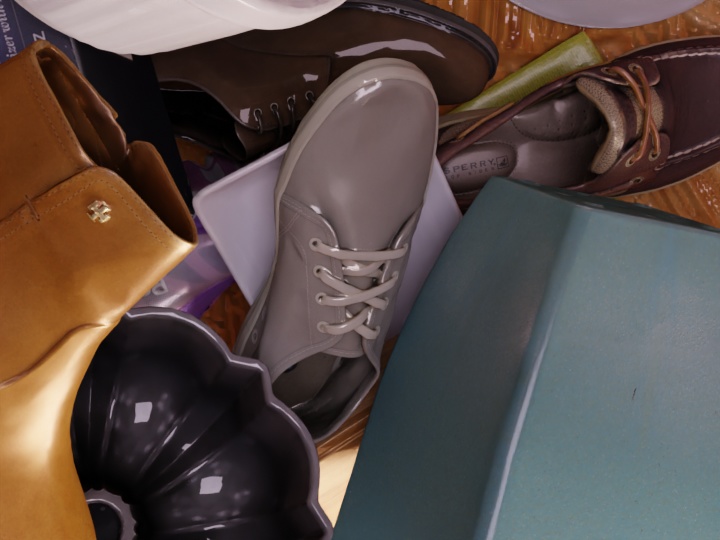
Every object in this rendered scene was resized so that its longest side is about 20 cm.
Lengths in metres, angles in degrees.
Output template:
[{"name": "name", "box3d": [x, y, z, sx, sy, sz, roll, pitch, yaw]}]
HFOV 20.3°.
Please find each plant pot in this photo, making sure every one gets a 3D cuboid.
[{"name": "plant pot", "box3d": [0.091, 0.067, 0.891, 0.141, 0.141, 0.200, 10, 96, -25]}]

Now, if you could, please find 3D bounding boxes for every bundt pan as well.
[{"name": "bundt pan", "box3d": [-0.117, 0.115, 0.870, 0.202, 0.076, 0.202, 3, 77, -11]}]

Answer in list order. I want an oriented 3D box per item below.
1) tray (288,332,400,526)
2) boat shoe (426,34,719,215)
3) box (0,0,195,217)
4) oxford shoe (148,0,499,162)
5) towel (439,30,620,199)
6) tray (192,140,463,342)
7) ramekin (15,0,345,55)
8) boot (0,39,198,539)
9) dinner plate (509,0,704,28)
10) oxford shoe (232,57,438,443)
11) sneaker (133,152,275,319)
[{"name": "tray", "box3d": [0.050, 0.064, 0.987, 0.200, 0.037, 0.099, -33, 138, -3]}, {"name": "boat shoe", "box3d": [0.117, -0.067, 0.970, 0.200, 0.072, 0.072, -13, 95, -6]}, {"name": "box", "box3d": [-0.203, -0.089, 0.866, 0.198, 0.123, 0.200, -18, 85, 10]}, {"name": "oxford shoe", "box3d": [-0.033, -0.084, 0.947, 0.200, 0.073, 0.085, -1, 59, -2]}, {"name": "towel", "box3d": [0.049, -0.033, 1.007, 0.200, 0.018, 0.086, -32, 102, -3]}, {"name": "tray", "box3d": [0.000, 0.000, 0.947, 0.107, 0.022, 0.200, -30, 136, -3]}, {"name": "ramekin", "box3d": [-0.086, -0.178, 0.791, 0.094, 0.202, 0.203, -19, 104, 34]}, {"name": "boot", "box3d": [-0.117, 0.025, 0.767, 0.144, 0.071, 0.201, -26, 101, 24]}, {"name": "dinner plate", "box3d": [0.126, -0.220, 0.988, 0.200, 0.024, 0.200, -1, 99, -7]}, {"name": "oxford shoe", "box3d": [-0.007, -0.002, 0.886, 0.075, 0.058, 0.200, 2, 126, -27]}, {"name": "sneaker", "box3d": [-0.093, 0.000, 0.965, 0.200, 0.080, 0.089, -17, 106, 0]}]
